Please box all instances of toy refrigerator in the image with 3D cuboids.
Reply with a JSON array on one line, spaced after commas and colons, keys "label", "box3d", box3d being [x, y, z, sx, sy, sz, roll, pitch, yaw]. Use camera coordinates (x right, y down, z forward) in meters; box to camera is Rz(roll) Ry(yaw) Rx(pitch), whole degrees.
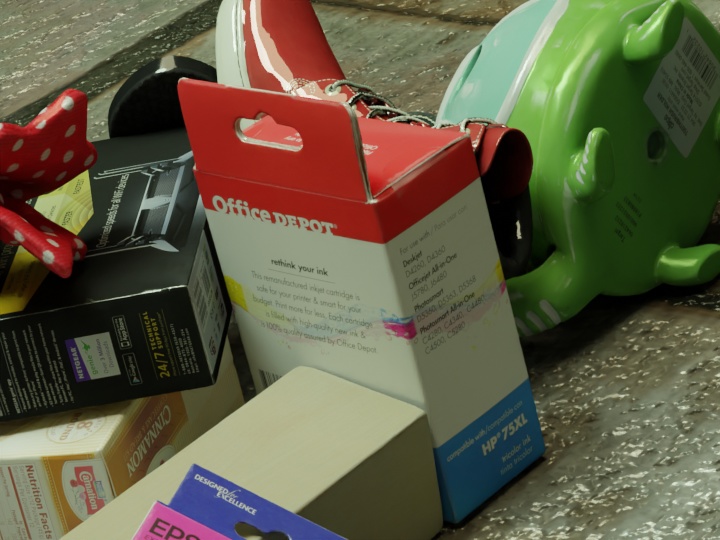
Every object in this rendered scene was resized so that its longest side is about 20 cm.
[{"label": "toy refrigerator", "box3d": [-0.059, 0.124, 1.206, 0.076, 0.070, 0.200, 18, 40, 38]}]

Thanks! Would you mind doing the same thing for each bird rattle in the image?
[{"label": "bird rattle", "box3d": [-0.215, -0.028, 1.275, 0.199, 0.113, 0.163, -21, 7, -18]}]

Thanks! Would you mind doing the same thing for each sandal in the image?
[{"label": "sandal", "box3d": [-0.071, -0.069, 1.483, 0.075, 0.200, 0.045, -15, 67, 17]}]

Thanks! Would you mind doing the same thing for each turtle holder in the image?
[{"label": "turtle holder", "box3d": [0.104, -0.048, 1.416, 0.131, 0.186, 0.141, 11, 3, 42]}]

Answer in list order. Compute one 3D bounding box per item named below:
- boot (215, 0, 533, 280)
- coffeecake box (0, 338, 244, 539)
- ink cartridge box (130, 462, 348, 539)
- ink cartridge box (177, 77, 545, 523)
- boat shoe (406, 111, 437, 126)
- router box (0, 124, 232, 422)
[{"label": "boot", "box3d": [0.013, -0.072, 1.367, 0.072, 0.201, 0.144, -1, -24, -47]}, {"label": "coffeecake box", "box3d": [-0.174, 0.079, 1.353, 0.199, 0.073, 0.154, -4, 26, 20]}, {"label": "ink cartridge box", "box3d": [-0.062, 0.153, 1.095, 0.094, 0.037, 0.200, 26, 46, 6]}, {"label": "ink cartridge box", "box3d": [0.000, 0.000, 1.270, 0.116, 0.201, 0.067, 12, 35, 44]}, {"label": "boat shoe", "box3d": [0.022, -0.046, 1.516, 0.075, 0.061, 0.200, -12, 25, 6]}, {"label": "router box", "box3d": [-0.137, 0.001, 1.346, 0.156, 0.052, 0.200, -10, 24, 9]}]
